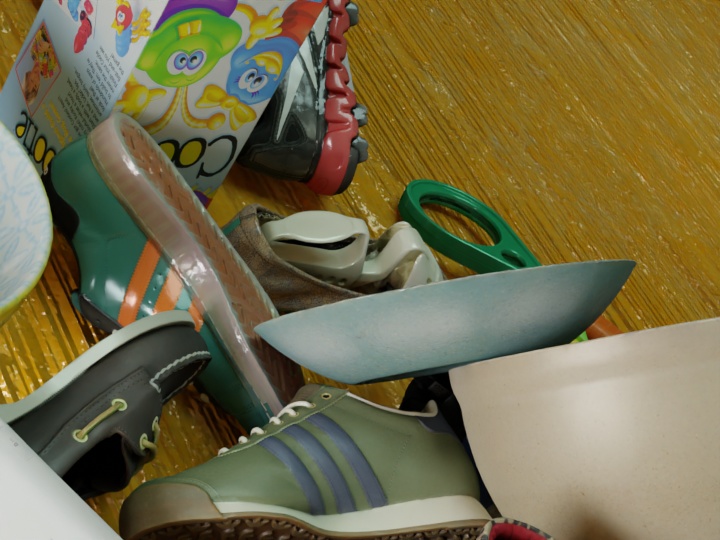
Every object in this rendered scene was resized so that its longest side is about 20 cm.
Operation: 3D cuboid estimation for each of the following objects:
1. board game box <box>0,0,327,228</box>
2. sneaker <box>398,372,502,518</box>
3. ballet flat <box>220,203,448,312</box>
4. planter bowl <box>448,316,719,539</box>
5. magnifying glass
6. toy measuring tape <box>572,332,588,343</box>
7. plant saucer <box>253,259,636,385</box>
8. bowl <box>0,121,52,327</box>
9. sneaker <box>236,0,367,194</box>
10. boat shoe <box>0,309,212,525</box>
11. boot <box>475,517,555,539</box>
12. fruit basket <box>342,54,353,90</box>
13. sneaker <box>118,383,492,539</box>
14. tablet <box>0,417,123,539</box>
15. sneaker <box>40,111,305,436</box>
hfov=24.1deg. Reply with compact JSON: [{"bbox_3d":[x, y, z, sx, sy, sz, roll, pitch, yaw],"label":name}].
[{"bbox_3d":[-0.113,-0.129,0.954,0.102,0.201,0.105,2,43,-41],"label":"board game box"},{"bbox_3d":[0.086,0.089,0.974,0.199,0.077,0.112,-26,75,-47],"label":"sneaker"},{"bbox_3d":[0.000,0.000,1.019,0.199,0.067,0.068,9,41,-36],"label":"ballet flat"},{"bbox_3d":[0.153,0.099,0.842,0.199,0.199,0.136,-5,82,-46],"label":"planter bowl"},{"bbox_3d":[0.107,0.002,1.136,0.200,0.023,0.079,37,27,22],"label":"magnifying glass"},{"bbox_3d":[0.143,0.066,1.064,0.199,0.074,0.074,21,35,-21],"label":"toy measuring tape"},{"bbox_3d":[0.046,0.031,0.863,0.200,0.200,0.039,-4,81,-45],"label":"plant saucer"},{"bbox_3d":[-0.251,-0.012,0.763,0.199,0.108,0.201,24,34,-17],"label":"bowl"},{"bbox_3d":[-0.053,-0.149,1.099,0.097,0.071,0.202,2,73,-21],"label":"sneaker"},{"bbox_3d":[-0.133,0.082,0.790,0.061,0.072,0.201,43,41,12],"label":"boat shoe"},{"bbox_3d":[0.079,0.218,0.731,0.200,0.151,0.073,48,35,20],"label":"boot"},{"bbox_3d":[-0.094,-0.203,1.199,0.184,0.094,0.201,14,53,-30],"label":"fruit basket"},{"bbox_3d":[-0.030,0.100,0.839,0.199,0.067,0.090,4,53,-27],"label":"sneaker"},{"bbox_3d":[-0.138,0.155,0.682,0.200,0.014,0.130,43,58,5],"label":"tablet"},{"bbox_3d":[-0.104,0.018,0.910,0.201,0.080,0.071,57,15,-1],"label":"sneaker"}]
